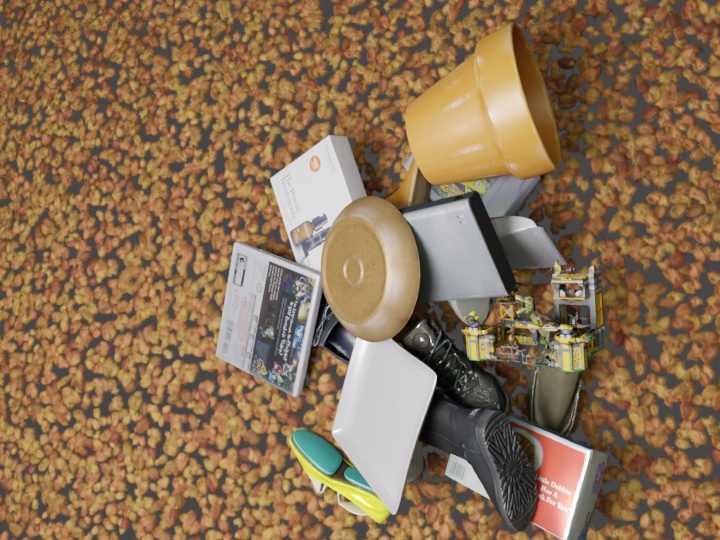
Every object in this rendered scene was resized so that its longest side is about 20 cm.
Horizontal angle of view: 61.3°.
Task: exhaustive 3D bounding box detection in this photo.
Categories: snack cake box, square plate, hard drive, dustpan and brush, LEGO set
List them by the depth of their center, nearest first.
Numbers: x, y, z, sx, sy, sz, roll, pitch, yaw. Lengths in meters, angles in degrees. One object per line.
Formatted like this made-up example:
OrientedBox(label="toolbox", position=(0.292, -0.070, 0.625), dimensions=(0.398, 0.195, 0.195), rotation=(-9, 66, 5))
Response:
OrientedBox(label="LEGO set", position=(0.230, 0.050, 0.800), dimensions=(0.197, 0.151, 0.120), rotation=(2, 100, 50))
OrientedBox(label="snack cake box", position=(0.221, 0.265, 0.830), dimensions=(0.197, 0.066, 0.119), rotation=(16, 85, 46))
OrientedBox(label="hard drive", position=(0.102, -0.024, 0.837), dimensions=(0.197, 0.033, 0.142), rotation=(-8, 118, 48))
OrientedBox(label="square plate", position=(0.032, 0.195, 0.859), dimensions=(0.199, 0.028, 0.205), rotation=(34, 112, 56))
OrientedBox(label="dustpan and brush", position=(0.195, -0.044, 0.909), dimensions=(0.195, 0.139, 0.059), rotation=(-9, 63, 33))

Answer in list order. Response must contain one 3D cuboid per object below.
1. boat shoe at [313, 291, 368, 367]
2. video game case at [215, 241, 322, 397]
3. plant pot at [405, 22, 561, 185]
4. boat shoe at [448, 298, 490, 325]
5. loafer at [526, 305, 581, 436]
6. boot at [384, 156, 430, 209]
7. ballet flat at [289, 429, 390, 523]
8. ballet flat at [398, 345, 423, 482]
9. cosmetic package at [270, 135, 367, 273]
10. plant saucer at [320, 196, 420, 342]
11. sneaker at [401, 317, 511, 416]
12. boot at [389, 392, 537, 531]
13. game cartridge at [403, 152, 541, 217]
OrientedBox(label="boat shoe", position=(-0.047, 0.092, 0.981), dimensions=(0.198, 0.062, 0.076), rotation=(37, 95, 19))
OrientedBox(label="video game case", position=(-0.152, 0.077, 0.994), dimensions=(0.177, 0.023, 0.207), rotation=(19, 104, 27))
OrientedBox(label="plant pot", position=(0.169, -0.213, 0.871), dimensions=(0.179, 0.198, 0.207), rotation=(-17, 77, 29))
OrientedBox(label="boat shoe", position=(0.132, -0.007, 0.918), dimensions=(0.069, 0.071, 0.204), rotation=(-37, 113, -18))
OrientedBox(label="loafer", position=(0.279, 0.149, 0.871), dimensions=(0.073, 0.070, 0.208), rotation=(5, 83, 16))
OrientedBox(label="boot", position=(0.030, -0.090, 0.966), dimensions=(0.140, 0.070, 0.209), rotation=(10, 92, 30))
OrientedBox(label="ballet flat", position=(-0.035, 0.326, 0.945), dimensions=(0.195, 0.067, 0.069), rotation=(26, 110, 16))
OrientedBox(label="ballet flat", position=(0.065, 0.217, 0.927), dimensions=(0.067, 0.069, 0.208), rotation=(-6, 80, 15))
OrientedBox(label="cosmetic package", position=(-0.053, -0.084, 0.960), dimensions=(0.148, 0.051, 0.206), rotation=(-25, 81, 36))
OrientedBox(label="plant saucer", position=(0.000, 0.000, 0.855), dimensions=(0.196, 0.035, 0.208), rotation=(5, 97, 47))
OrientedBox(label="sneaker", position=(0.123, 0.138, 0.856), dimensions=(0.077, 0.114, 0.200), rotation=(-48, 44, 6))
OrientedBox(label="boot", position=(0.133, 0.242, 0.819), dimensions=(0.065, 0.198, 0.170), rotation=(-26, 104, -31))
OrientedBox(label="game cartridge", position=(0.169, -0.150, 0.967), dimensions=(0.198, 0.041, 0.135), rotation=(39, 98, 18))
